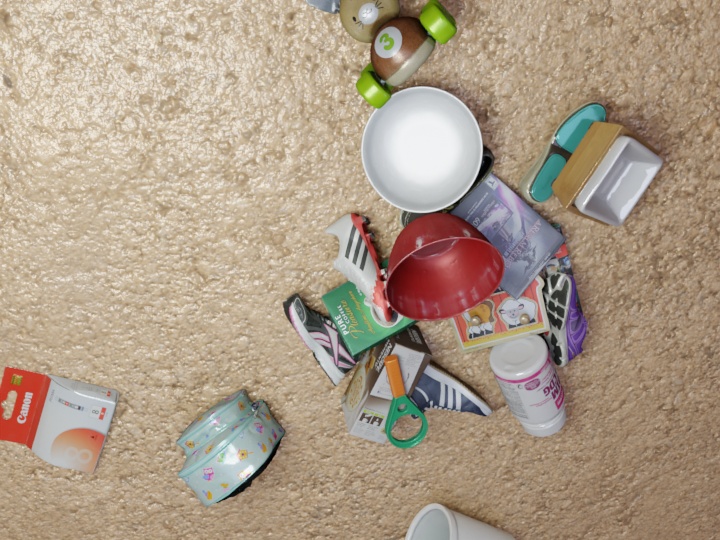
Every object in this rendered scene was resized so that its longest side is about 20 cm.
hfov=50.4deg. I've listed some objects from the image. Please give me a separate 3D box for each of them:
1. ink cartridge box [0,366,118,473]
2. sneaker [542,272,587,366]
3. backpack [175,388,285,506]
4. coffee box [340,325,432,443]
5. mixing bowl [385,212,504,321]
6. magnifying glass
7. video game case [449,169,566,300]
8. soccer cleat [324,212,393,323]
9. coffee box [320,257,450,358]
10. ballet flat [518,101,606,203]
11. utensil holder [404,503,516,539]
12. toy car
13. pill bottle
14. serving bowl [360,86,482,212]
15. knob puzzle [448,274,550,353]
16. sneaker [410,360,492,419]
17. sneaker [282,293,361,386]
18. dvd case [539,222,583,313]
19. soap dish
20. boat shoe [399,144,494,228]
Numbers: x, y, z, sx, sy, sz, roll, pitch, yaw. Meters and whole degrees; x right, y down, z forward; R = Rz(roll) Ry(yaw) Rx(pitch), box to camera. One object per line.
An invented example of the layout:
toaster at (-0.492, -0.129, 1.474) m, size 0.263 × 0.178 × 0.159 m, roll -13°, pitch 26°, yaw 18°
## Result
ink cartridge box at (-0.552, 0.269, 1.370) m, size 0.198 × 0.050 × 0.164 m, roll 16°, pitch 110°, yaw -21°
sneaker at (0.389, 0.085, 1.447) m, size 0.083 × 0.081 × 0.202 m, roll -23°, pitch 126°, yaw -18°
backpack at (-0.238, 0.319, 1.371) m, size 0.175 × 0.200 × 0.154 m, roll -35°, pitch 100°, yaw 8°
coffee box at (0.045, 0.201, 1.420) m, size 0.079 × 0.115 × 0.201 m, roll 20°, pitch 110°, yaw -19°
mixing bowl at (0.127, -0.021, 1.259) m, size 0.198 × 0.109 × 0.201 m, roll -8°, pitch 139°, yaw -7°
magnifying glass at (0.072, 0.237, 1.370) m, size 0.079 × 0.022 × 0.202 m, roll -17°, pitch 120°, yaw -7°
video game case at (0.249, -0.063, 1.358) m, size 0.199 × 0.019 × 0.143 m, roll 39°, pitch 94°, yaw -10°
soccer cleat at (0.000, 0.000, 1.306) m, size 0.084 × 0.069 × 0.202 m, roll -21°, pitch 79°, yaw 11°
coffee box at (0.043, 0.053, 1.346) m, size 0.199 × 0.044 × 0.124 m, roll -30°, pitch 78°, yaw -6°
ballet flat at (0.344, -0.207, 1.321) m, size 0.069 × 0.070 × 0.201 m, roll 34°, pitch 99°, yaw -23°
utensil holder at (0.216, 0.603, 1.612) m, size 0.199 × 0.170 × 0.171 m, roll 25°, pitch 108°, yaw -24°
toy car at (0.019, -0.378, 1.140) m, size 0.200 × 0.158 × 0.164 m, roll 44°, pitch 111°, yaw -13°
pill bottle at (0.330, 0.223, 1.481) m, size 0.112 × 0.114 × 0.201 m, roll -27°, pitch 126°, yaw 2°
serving bowl at (0.103, -0.199, 1.257) m, size 0.198 × 0.066 × 0.203 m, roll 3°, pitch 103°, yaw 12°
knob puzzle at (0.241, 0.048, 1.408) m, size 0.217 × 0.031 × 0.222 m, roll 3°, pitch 112°, yaw 6°
sneaker at (0.155, 0.253, 1.483) m, size 0.199 × 0.070 × 0.109 m, roll 34°, pitch 93°, yaw -16°
sneaker at (-0.066, 0.110, 1.389) m, size 0.086 × 0.080 × 0.201 m, roll -36°, pitch 124°, yaw -8°
dvd case at (0.333, 0.025, 1.448) m, size 0.145 × 0.022 × 0.202 m, roll -23°, pitch 116°, yaw 0°
soap dish at (0.420, -0.163, 1.305) m, size 0.199 × 0.081 × 0.158 m, roll 8°, pitch 118°, yaw -52°
boat shoe at (0.146, -0.139, 1.313) m, size 0.072 × 0.061 × 0.201 m, roll 40°, pitch 101°, yaw -23°
